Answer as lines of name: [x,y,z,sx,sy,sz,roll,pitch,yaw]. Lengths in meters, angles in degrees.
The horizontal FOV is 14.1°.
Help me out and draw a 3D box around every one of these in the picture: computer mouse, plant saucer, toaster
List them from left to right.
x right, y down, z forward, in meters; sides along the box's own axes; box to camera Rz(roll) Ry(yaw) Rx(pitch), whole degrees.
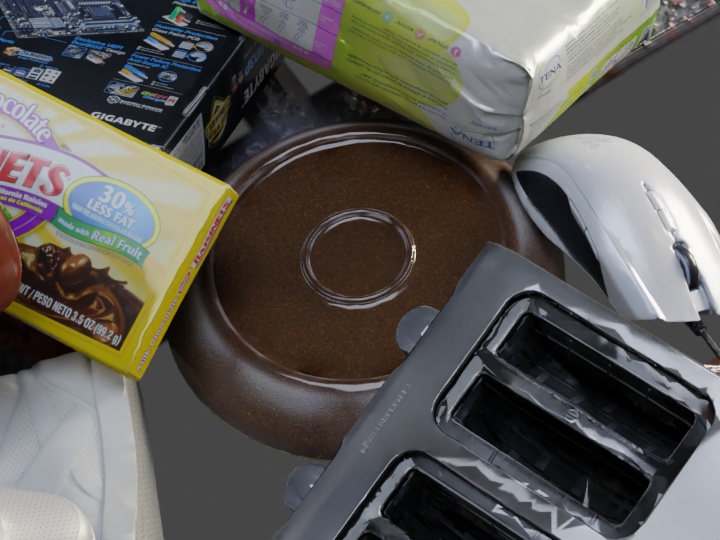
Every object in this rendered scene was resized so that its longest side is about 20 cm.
plant saucer: [0.000,0.000,1.426,0.200,0.032,0.201,-3,56,5]
toaster: [0.076,0.114,1.200,0.200,0.119,0.181,33,80,25]
computer mouse: [0.143,-0.007,1.386,0.110,0.044,0.200,-17,52,-32]

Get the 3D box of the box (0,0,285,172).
box: [-0.158,-0.106,1.479,0.200,0.046,0.159,13,39,15]

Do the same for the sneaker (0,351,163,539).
sneaker: [-0.151,0.126,1.343,0.115,0.074,0.200,-12,46,2]

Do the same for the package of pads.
package of pads: [0.033,-0.147,1.462,0.200,0.068,0.154,27,42,19]

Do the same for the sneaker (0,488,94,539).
sneaker: [-0.198,0.103,1.207,0.200,0.116,0.074,-7,48,-23]

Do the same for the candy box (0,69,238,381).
candy box: [-0.167,-0.037,1.380,0.200,0.026,0.102,26,82,15]

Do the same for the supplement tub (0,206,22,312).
supplement tub: [-0.251,0.026,1.276,0.107,0.107,0.200,33,55,26]
